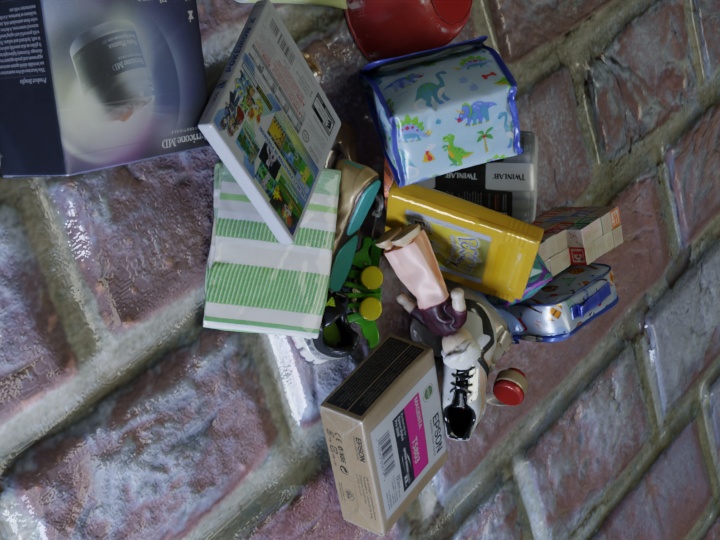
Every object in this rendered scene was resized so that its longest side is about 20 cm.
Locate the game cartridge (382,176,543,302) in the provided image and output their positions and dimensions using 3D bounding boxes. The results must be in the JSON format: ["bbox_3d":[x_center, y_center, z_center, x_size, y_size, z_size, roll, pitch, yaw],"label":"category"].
[{"bbox_3d":[0.127,-0.034,1.636,0.177,0.198,0.033,93,20,-63],"label":"game cartridge"}]

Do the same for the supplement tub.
[{"bbox_3d":[0.132,-0.123,1.669,0.123,0.197,0.125,1,90,-84],"label":"supplement tub"}]

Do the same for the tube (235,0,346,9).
[{"bbox_3d":[-0.080,-0.355,1.546,0.199,0.052,0.058,-17,145,-52],"label":"tube"}]

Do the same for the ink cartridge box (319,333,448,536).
[{"bbox_3d":[0.035,0.213,1.657,0.165,0.074,0.202,-42,135,-37],"label":"ink cartridge box"}]

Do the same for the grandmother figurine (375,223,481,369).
[{"bbox_3d":[0.096,0.038,1.617,0.060,0.121,0.202,-34,106,-22],"label":"grandmother figurine"}]

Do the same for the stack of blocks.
[{"bbox_3d":[0.301,-0.041,1.945,0.199,0.114,0.059,-27,112,-44],"label":"stack of blocks"}]

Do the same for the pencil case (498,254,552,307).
[{"bbox_3d":[0.181,-0.049,1.766,0.201,0.085,0.092,57,6,7],"label":"pencil case"}]

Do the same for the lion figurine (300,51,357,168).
[{"bbox_3d":[-0.050,-0.175,1.584,0.200,0.072,0.124,44,52,-57],"label":"lion figurine"}]

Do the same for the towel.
[{"bbox_3d":[-0.106,-0.026,1.496,0.150,0.023,0.203,7,85,-14],"label":"towel"}]

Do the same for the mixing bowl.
[{"bbox_3d":[0.080,-0.368,1.681,0.199,0.107,0.203,-4,95,-49],"label":"mixing bowl"}]

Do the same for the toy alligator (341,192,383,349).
[{"bbox_3d":[0.000,0.000,1.654,0.053,0.059,0.203,2,91,-8],"label":"toy alligator"}]

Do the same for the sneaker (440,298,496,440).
[{"bbox_3d":[0.142,0.136,1.695,0.080,0.073,0.203,-63,153,-64],"label":"sneaker"}]

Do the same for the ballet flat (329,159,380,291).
[{"bbox_3d":[-0.030,-0.053,1.584,0.069,0.063,0.202,-35,153,-52],"label":"ballet flat"}]

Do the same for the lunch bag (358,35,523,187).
[{"bbox_3d":[0.096,-0.219,1.601,0.168,0.201,0.129,-13,126,-4],"label":"lunch bag"}]

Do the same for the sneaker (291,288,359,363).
[{"bbox_3d":[-0.061,0.033,1.554,0.074,0.087,0.201,-49,124,-34],"label":"sneaker"}]

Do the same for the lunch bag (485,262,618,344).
[{"bbox_3d":[0.287,0.049,1.900,0.199,0.159,0.077,-29,113,-45],"label":"lunch bag"}]

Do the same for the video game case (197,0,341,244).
[{"bbox_3d":[-0.095,-0.163,1.415,0.201,0.022,0.184,57,44,-45],"label":"video game case"}]

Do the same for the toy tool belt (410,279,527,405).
[{"bbox_3d":[0.172,0.082,1.784,0.199,0.125,0.123,40,52,-10],"label":"toy tool belt"}]

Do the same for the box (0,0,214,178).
[{"bbox_3d":[-0.264,-0.207,1.287,0.199,0.122,0.201,-19,108,-46],"label":"box"}]
